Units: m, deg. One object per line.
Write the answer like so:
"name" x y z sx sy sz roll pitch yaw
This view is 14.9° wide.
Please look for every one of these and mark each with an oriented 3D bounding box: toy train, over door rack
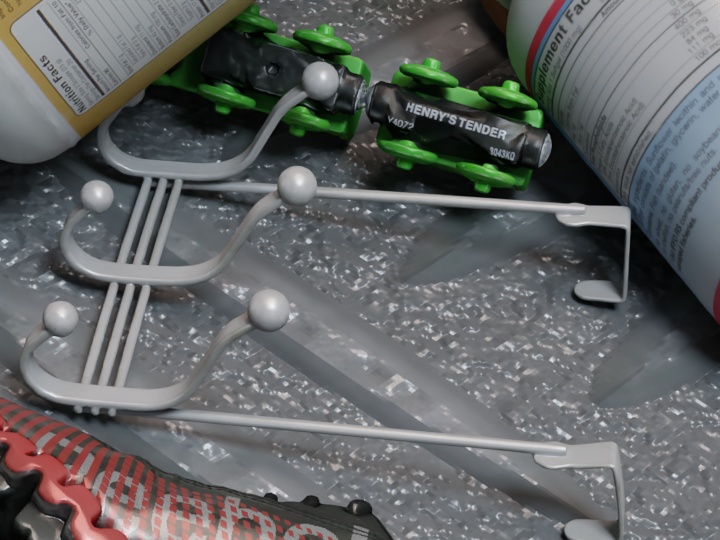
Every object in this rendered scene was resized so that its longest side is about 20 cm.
"toy train" -0.025 -0.070 1.007 0.199 0.042 0.056 17 -1 7
"over door rack" 0.000 0.000 0.910 0.199 0.067 0.148 14 36 -2

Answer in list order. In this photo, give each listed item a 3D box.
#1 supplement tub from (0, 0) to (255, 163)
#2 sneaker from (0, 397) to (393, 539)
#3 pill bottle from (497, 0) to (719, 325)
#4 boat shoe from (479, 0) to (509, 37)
"supplement tub" -0.102 -0.128 0.910 0.200 0.145 0.145 -38 51 -1
"sneaker" -0.042 0.093 0.766 0.200 0.071 0.098 34 40 21
"pill bottle" 0.123 -0.073 0.992 0.108 0.109 0.200 -15 56 -36
"boat shoe" 0.135 -0.089 1.093 0.199 0.072 0.072 27 6 28
